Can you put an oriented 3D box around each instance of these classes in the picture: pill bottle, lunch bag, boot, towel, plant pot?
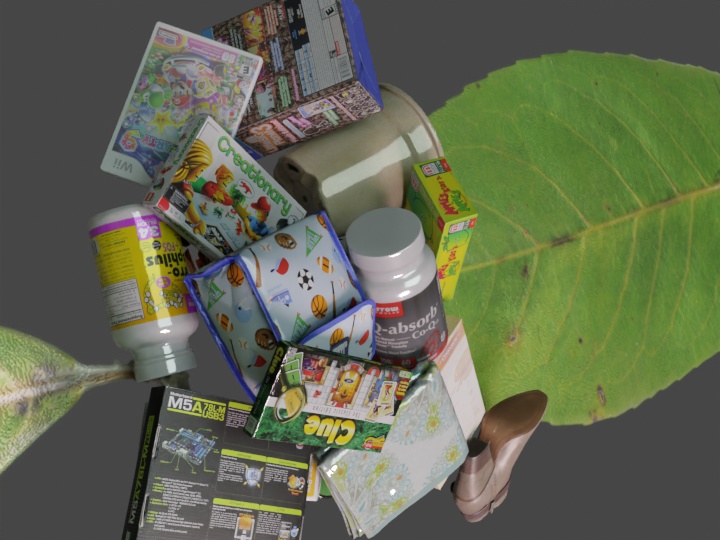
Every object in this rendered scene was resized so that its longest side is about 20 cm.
[{"bbox_3d":[0.044,0.026,1.082,0.116,0.115,0.201,-50,142,-33],"label":"pill bottle"},{"bbox_3d":[-0.252,0.026,1.013,0.104,0.104,0.201,-12,88,-38],"label":"pill bottle"},{"bbox_3d":[-0.075,0.055,0.982,0.170,0.123,0.201,-30,98,-48],"label":"lunch bag"},{"bbox_3d":[0.214,0.288,1.305,0.199,0.070,0.147,-30,132,-27],"label":"boot"},{"bbox_3d":[0.043,0.232,1.078,0.200,0.048,0.172,-37,131,-18],"label":"towel"},{"bbox_3d":[-0.013,-0.134,1.194,0.183,0.200,0.201,-31,99,-26],"label":"plant pot"}]

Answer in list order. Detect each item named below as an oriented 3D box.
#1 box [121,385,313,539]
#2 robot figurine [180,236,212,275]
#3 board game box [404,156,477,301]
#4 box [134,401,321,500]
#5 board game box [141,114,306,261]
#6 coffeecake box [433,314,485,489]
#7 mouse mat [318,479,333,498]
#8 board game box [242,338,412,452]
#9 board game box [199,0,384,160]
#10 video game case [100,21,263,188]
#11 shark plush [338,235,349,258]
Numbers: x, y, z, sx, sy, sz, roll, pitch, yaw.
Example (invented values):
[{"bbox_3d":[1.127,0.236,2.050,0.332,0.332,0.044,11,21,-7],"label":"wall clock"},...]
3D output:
[{"bbox_3d":[-0.151,0.241,0.939,0.199,0.047,0.194,18,68,-33],"label":"box"},{"bbox_3d":[-0.180,-0.045,1.113,0.145,0.058,0.201,-24,96,-38],"label":"robot figurine"},{"bbox_3d":[0.099,-0.047,1.158,0.047,0.200,0.102,-17,59,-16],"label":"board game box"},{"bbox_3d":[-0.156,0.221,1.037,0.199,0.112,0.102,14,74,-33],"label":"box"},{"bbox_3d":[-0.159,-0.076,1.037,0.200,0.034,0.127,44,64,-42],"label":"board game box"},{"bbox_3d":[0.099,0.182,1.210,0.154,0.073,0.201,-50,137,-35],"label":"coffeecake box"},{"bbox_3d":[0.000,0.222,1.224,0.160,0.008,0.201,9,74,-36],"label":"mouse mat"},{"bbox_3d":[-0.030,0.142,0.935,0.199,0.023,0.105,17,98,-45],"label":"board game box"},{"bbox_3d":[-0.090,-0.259,1.111,0.097,0.199,0.160,30,45,-65],"label":"board game box"},{"bbox_3d":[-0.221,-0.194,1.058,0.142,0.018,0.201,19,85,3],"label":"video game case"},{"bbox_3d":[0.000,0.000,1.142,0.199,0.091,0.084,8,104,-42],"label":"shark plush"}]
